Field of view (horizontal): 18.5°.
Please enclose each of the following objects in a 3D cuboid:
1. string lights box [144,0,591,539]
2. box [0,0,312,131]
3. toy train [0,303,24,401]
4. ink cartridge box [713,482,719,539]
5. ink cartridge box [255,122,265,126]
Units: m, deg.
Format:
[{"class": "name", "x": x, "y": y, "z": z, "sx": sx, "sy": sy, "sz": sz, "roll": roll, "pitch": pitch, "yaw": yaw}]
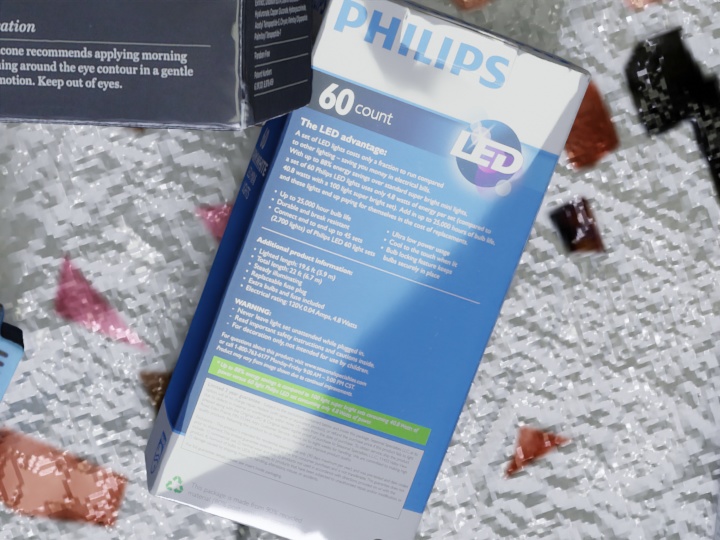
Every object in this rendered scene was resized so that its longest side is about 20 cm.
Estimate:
[{"class": "string lights box", "x": 0.000, "y": 0.000, "z": 0.825, "sx": 0.102, "sy": 0.059, "sz": 0.201, "roll": 19, "pitch": 98, "yaw": -11}, {"class": "box", "x": -0.119, "y": -0.144, "z": 0.729, "sx": 0.199, "sy": 0.104, "sz": 0.183, "roll": 4, "pitch": 100, "yaw": 10}, {"class": "toy train", "x": -0.220, "y": 0.032, "z": 0.794, "sx": 0.199, "sy": 0.087, "sz": 0.115, "roll": 26, "pitch": 88, "yaw": -9}, {"class": "ink cartridge box", "x": 0.238, "y": 0.131, "z": 0.892, "sx": 0.195, "sy": 0.043, "sz": 0.201, "roll": 3, "pitch": 103, "yaw": -9}, {"class": "ink cartridge box", "x": -0.063, "y": -0.159, "z": 0.800, "sx": 0.094, "sy": 0.037, "sz": 0.201, "roll": 10, "pitch": 98, "yaw": -8}]
